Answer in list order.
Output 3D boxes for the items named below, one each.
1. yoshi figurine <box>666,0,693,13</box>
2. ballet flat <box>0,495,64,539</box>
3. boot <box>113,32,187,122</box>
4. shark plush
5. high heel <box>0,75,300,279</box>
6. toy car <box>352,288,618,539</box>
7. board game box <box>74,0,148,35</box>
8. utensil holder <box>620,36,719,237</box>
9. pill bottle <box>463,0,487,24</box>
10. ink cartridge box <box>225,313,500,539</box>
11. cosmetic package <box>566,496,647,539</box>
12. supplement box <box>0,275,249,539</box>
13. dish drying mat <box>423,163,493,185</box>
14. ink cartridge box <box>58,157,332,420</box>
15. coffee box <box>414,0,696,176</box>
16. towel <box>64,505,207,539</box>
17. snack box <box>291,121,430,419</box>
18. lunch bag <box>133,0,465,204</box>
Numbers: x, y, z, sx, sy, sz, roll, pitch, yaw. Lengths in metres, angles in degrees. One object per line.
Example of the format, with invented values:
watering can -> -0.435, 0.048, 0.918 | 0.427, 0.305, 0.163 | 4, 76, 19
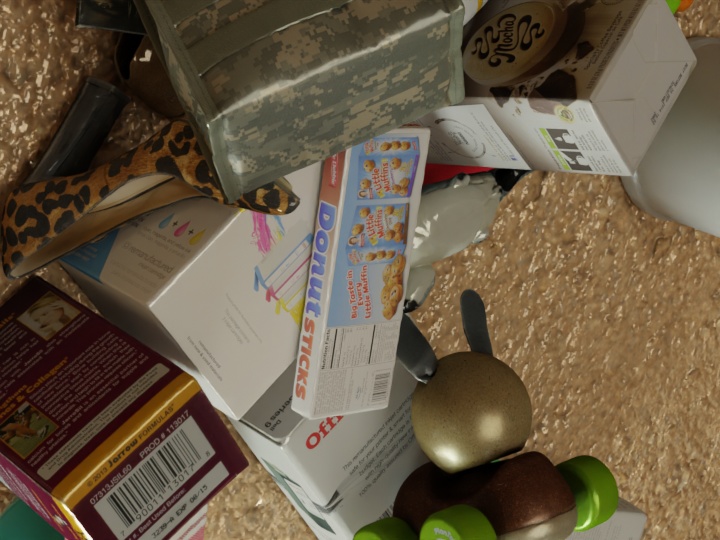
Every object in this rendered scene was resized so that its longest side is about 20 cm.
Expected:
yoshi figurine -> 0.219, -0.161, 1.355 | 0.200, 0.112, 0.112 | -51, 138, -8
ballet flat -> -0.191, 0.160, 1.168 | 0.200, 0.072, 0.072 | -49, 131, -12
boot -> -0.089, -0.194, 1.106 | 0.075, 0.074, 0.200 | 33, 88, -37
shark plush -> 0.054, -0.056, 1.254 | 0.200, 0.083, 0.091 | -39, 119, -22
high heel -> -0.137, -0.030, 1.046 | 0.143, 0.200, 0.071 | -62, 147, -5
toy car -> 0.072, 0.119, 1.238 | 0.164, 0.158, 0.200 | -14, 86, -41
board game box -> -0.077, -0.209, 1.067 | 0.200, 0.028, 0.136 | 6, 97, -14
utensil holder -> 0.351, -0.101, 1.425 | 0.170, 0.200, 0.170 | -16, 116, -35
pill bottle -> 0.067, -0.243, 1.192 | 0.200, 0.104, 0.104 | -47, 131, -15
ink cartridge box -> 0.005, 0.131, 1.304 | 0.146, 0.084, 0.200 | -46, 130, -18
cosmetic package -> 0.145, 0.219, 1.449 | 0.200, 0.102, 0.074 | 13, 98, -44
supplement box -> -0.180, 0.095, 1.054 | 0.110, 0.200, 0.086 | -42, 130, -19
dish drying mat -> 0.044, -0.096, 1.291 | 0.200, 0.018, 0.077 | 12, 100, -43
ink cartridge box -> -0.081, -0.026, 1.138 | 0.200, 0.128, 0.125 | -48, 131, -16
coffee box -> 0.123, -0.139, 1.201 | 0.080, 0.200, 0.113 | 52, 59, -36
towel -> -0.162, 0.199, 1.163 | 0.146, 0.030, 0.200 | -42, 151, -44
snack box -> 0.000, 0.000, 1.113 | 0.072, 0.024, 0.200 | -5, 110, -39
lunch bag -> -0.050, -0.170, 0.984 | 0.164, 0.200, 0.118 | -24, 153, -8
